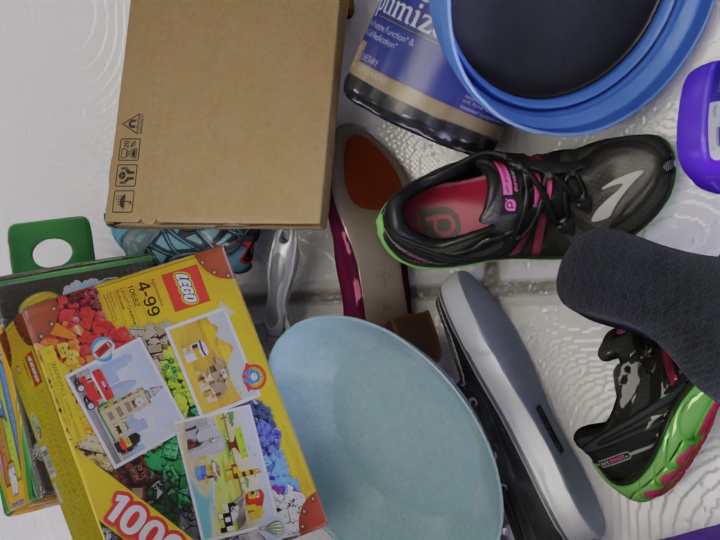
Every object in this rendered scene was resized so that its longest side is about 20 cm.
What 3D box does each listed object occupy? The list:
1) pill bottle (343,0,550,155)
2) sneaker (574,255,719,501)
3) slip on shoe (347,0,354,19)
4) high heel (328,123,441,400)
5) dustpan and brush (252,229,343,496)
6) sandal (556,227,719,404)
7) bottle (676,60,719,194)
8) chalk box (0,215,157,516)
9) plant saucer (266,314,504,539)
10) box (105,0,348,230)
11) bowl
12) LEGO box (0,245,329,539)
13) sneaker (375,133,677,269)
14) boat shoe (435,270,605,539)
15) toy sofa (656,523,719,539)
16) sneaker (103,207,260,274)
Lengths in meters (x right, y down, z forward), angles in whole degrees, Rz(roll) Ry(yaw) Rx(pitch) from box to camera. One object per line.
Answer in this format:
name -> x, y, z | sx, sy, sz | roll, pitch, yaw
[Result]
pill bottle -> 0.076, -0.185, 0.945 | 0.112, 0.112, 0.200 | 29, 102, 24
sneaker -> 0.195, 0.045, 0.893 | 0.084, 0.077, 0.200 | 31, 101, 21
slip on shoe -> -0.091, -0.165, 1.052 | 0.200, 0.074, 0.061 | -28, 80, 18
high heel -> 0.000, 0.000, 1.016 | 0.096, 0.067, 0.200 | 129, 135, -54
dustpan and brush -> -0.061, 0.062, 1.035 | 0.139, 0.057, 0.201 | 16, 96, 25
sandal -> 0.196, 0.025, 0.830 | 0.076, 0.043, 0.200 | -59, 38, 4
bottle -> 0.287, -0.094, 0.844 | 0.200, 0.065, 0.084 | -6, 64, 36
chalk box -> -0.210, 0.063, 1.050 | 0.124, 0.125, 0.201 | -32, 70, 61
plant saucer -> 0.021, 0.113, 0.953 | 0.201, 0.039, 0.201 | 23, 127, 34
box -> -0.090, -0.127, 0.991 | 0.163, 0.021, 0.201 | 1, 79, 20
bowl -> 0.131, -0.182, 0.883 | 0.039, 0.200, 0.201 | 41, 109, 55
LEGO box -> -0.131, 0.105, 0.960 | 0.077, 0.149, 0.200 | -31, 79, 62
sneaker -> 0.107, -0.042, 0.930 | 0.200, 0.084, 0.077 | -15, 81, 8
boat shoe -> 0.090, 0.100, 0.961 | 0.066, 0.070, 0.200 | -30, 84, 21
toy sofa -> 0.177, 0.185, 0.866 | 0.200, 0.083, 0.098 | -17, 120, 16
sneaker -> -0.091, -0.049, 1.056 | 0.200, 0.079, 0.096 | -29, 88, 30
